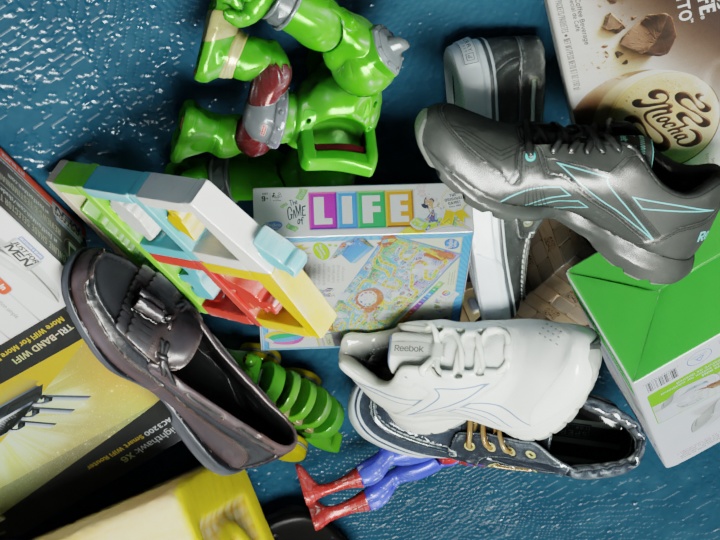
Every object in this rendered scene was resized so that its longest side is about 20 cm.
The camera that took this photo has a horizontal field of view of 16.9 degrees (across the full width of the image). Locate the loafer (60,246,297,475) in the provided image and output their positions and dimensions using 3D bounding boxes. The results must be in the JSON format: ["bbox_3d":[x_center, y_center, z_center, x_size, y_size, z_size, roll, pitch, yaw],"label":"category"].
[{"bbox_3d":[-0.110,0.053,1.544,0.063,0.072,0.200,-10,132,36],"label":"loafer"}]

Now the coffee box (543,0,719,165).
[{"bbox_3d":[0.172,-0.149,1.471,0.112,0.080,0.201,-13,134,4],"label":"coffee box"}]

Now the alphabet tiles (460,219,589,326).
[{"bbox_3d":[0.132,0.003,1.655,0.199,0.006,0.167,-20,133,7],"label":"alphabet tiles"}]

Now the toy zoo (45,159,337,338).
[{"bbox_3d":[-0.097,-0.013,1.481,0.131,0.199,0.021,47,68,-33],"label":"toy zoo"}]

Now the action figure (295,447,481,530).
[{"bbox_3d":[0.053,0.125,1.725,0.199,0.052,0.066,-17,139,-2],"label":"action figure"}]

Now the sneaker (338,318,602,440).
[{"bbox_3d":[0.067,0.065,1.551,0.199,0.075,0.087,-12,150,43],"label":"sneaker"}]

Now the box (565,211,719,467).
[{"bbox_3d":[0.254,0.021,1.577,0.199,0.097,0.177,-30,154,2],"label":"box"}]

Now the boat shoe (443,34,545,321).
[{"bbox_3d":[0.097,-0.055,1.536,0.070,0.072,0.201,-9,122,-6],"label":"boat shoe"}]

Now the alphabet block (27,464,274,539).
[{"bbox_3d":[-0.156,0.257,1.660,0.199,0.196,0.196,-24,90,10],"label":"alphabet block"}]

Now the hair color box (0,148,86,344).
[{"bbox_3d":[-0.283,0.010,1.540,0.199,0.064,0.111,-29,132,17],"label":"hair color box"}]

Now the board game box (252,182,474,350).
[{"bbox_3d":[0.000,0.000,1.542,0.133,0.034,0.200,-2,159,-2],"label":"board game box"}]

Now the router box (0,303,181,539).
[{"bbox_3d":[-0.234,0.096,1.635,0.199,0.052,0.157,-31,131,17],"label":"router box"}]

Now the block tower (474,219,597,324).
[{"bbox_3d":[0.159,-0.022,1.597,0.054,0.058,0.200,32,117,-33],"label":"block tower"}]

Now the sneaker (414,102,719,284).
[{"bbox_3d":[0.128,-0.065,1.457,0.199,0.076,0.079,22,125,-18],"label":"sneaker"}]

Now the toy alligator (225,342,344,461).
[{"bbox_3d":[-0.072,0.076,1.633,0.200,0.060,0.054,33,148,-34],"label":"toy alligator"}]

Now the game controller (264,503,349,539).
[{"bbox_3d":[-0.100,0.237,1.794,0.199,0.042,0.104,-28,145,14],"label":"game controller"}]

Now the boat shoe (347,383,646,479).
[{"bbox_3d":[0.094,0.100,1.648,0.199,0.091,0.071,7,89,-8],"label":"boat shoe"}]

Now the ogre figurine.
[{"bbox_3d":[-0.046,-0.100,1.464,0.119,0.098,0.201,14,117,-8],"label":"ogre figurine"}]
